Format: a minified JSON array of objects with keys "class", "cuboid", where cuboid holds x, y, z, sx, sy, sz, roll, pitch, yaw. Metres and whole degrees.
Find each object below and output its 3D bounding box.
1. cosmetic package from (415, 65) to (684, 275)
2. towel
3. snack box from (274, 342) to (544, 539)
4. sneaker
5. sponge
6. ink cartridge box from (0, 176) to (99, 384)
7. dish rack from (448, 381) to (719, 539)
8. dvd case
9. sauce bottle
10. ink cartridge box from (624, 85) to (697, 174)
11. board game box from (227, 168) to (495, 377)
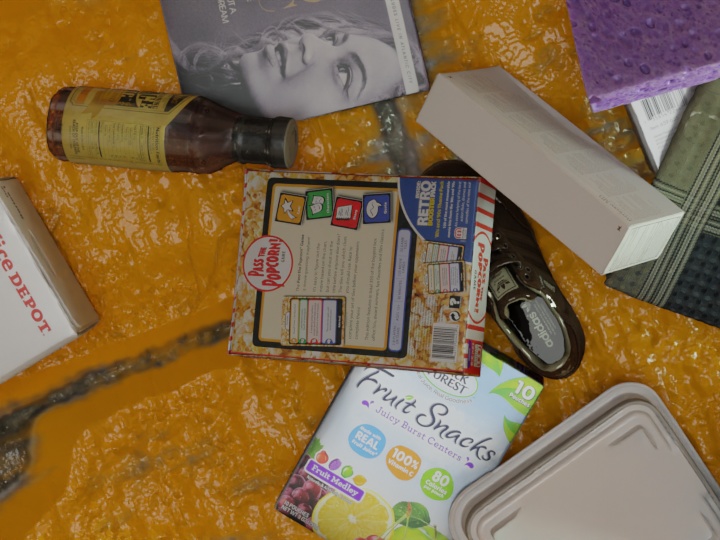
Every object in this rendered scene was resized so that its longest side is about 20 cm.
[{"class":"cosmetic package","cuboid":[0.141,-0.079,1.332,0.200,0.082,0.051,42,121,26]},{"class":"towel","cuboid":[0.309,-0.043,1.350,0.192,0.035,0.201,19,116,-9]},{"class":"snack box","cuboid":[0.039,0.140,1.422,0.142,0.053,0.200,30,97,1]},{"class":"sneaker","cuboid":[0.116,-0.003,1.388,0.070,0.076,0.200,-37,92,8]},{"class":"sponge","cuboid":[0.253,-0.194,1.287,0.199,0.030,0.112,-15,68,8]},{"class":"ink cartridge box","cuboid":[-0.336,0.034,1.432,0.200,0.084,0.145,-30,92,8]},{"class":"dish rack","cuboid":[0.189,0.204,1.393,0.200,0.044,0.172,-35,103,0]},{"class":"dvd case","cuboid":[-0.056,-0.196,1.415,0.199,0.016,0.149,-12,94,7]},{"class":"sauce bottle","cuboid":[-0.149,-0.110,1.398,0.199,0.066,0.066,6,97,11]},{"class":"ink cartridge box","cuboid":[0.243,-0.189,1.360,0.115,0.067,0.201,-22,94,8]},{"class":"board game box","cuboid":[0.000,0.000,1.375,0.199,0.046,0.152,4,86,21]}]
